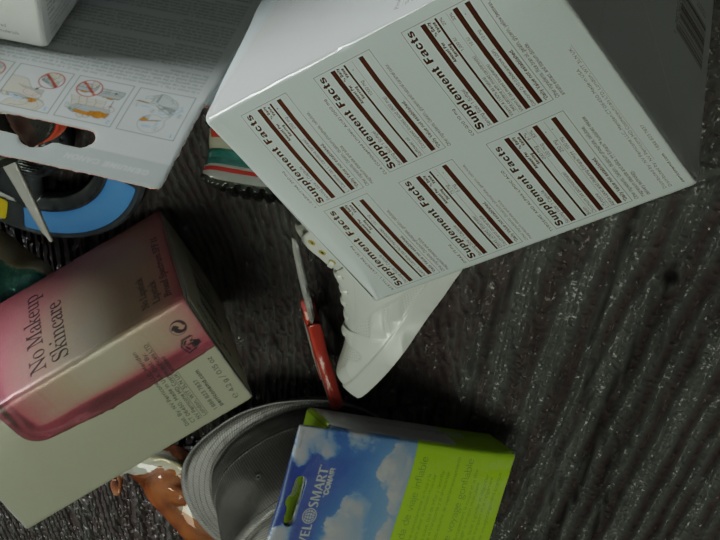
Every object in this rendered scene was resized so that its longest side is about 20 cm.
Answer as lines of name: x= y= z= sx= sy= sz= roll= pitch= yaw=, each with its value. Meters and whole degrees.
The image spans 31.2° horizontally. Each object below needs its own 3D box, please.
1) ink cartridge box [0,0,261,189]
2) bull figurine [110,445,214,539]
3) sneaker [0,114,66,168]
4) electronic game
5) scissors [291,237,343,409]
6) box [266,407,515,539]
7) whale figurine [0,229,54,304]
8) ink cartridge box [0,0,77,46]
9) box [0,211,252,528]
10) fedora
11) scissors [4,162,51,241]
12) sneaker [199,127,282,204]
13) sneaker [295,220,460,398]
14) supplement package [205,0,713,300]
ink cartridge box: x=-0.151 y=-0.113 z=0.757 sx=0.157 sy=0.202 sz=0.048 roll=12 pitch=136 yaw=9
bull figurine: x=-0.152 y=0.209 z=1.191 sx=0.120 sy=0.066 sz=0.200 roll=-4 pitch=137 yaw=43
sneaker: x=-0.281 y=-0.084 z=0.832 sx=0.198 sy=0.082 sz=0.078 roll=-14 pitch=120 yaw=31
electronic game: x=-0.244 y=-0.100 z=0.926 sx=0.197 sy=0.042 sz=0.202 roll=11 pitch=137 yaw=11
scissors: x=-0.040 y=0.026 z=0.956 sx=0.014 sy=0.074 sz=0.202 roll=-17 pitch=136 yaw=-3
box: x=0.016 y=0.180 z=1.012 sx=0.197 sy=0.124 sz=0.048 roll=12 pitch=-171 yaw=-28
whale figurine: x=-0.316 y=0.014 z=1.011 sx=0.156 sy=0.105 sz=0.201 roll=7 pitch=148 yaw=14
ink cartridge box: x=-0.190 y=-0.241 z=0.702 sx=0.067 sy=0.117 sz=0.202 roll=12 pitch=137 yaw=6
box: x=-0.198 y=0.071 z=0.960 sx=0.198 sy=0.128 sz=0.110 roll=-30 pitch=126 yaw=1
fedora: x=-0.053 y=0.199 z=1.077 sx=0.197 sy=0.091 sz=0.179 roll=-20 pitch=120 yaw=6
scissors: x=-0.252 y=-0.106 z=0.874 sx=0.072 sy=0.014 sz=0.201 roll=-21 pitch=114 yaw=31
sneaker: x=-0.001 y=-0.087 z=0.812 sx=0.196 sy=0.095 sz=0.070 roll=5 pitch=177 yaw=2
sneaker: x=0.000 y=0.000 z=0.922 sx=0.114 sy=0.074 sz=0.201 roll=28 pitch=131 yaw=-4
supplement package: x=0.061 y=-0.123 z=0.671 sx=0.198 sy=0.193 sz=0.147 roll=-20 pitch=126 yaw=37
